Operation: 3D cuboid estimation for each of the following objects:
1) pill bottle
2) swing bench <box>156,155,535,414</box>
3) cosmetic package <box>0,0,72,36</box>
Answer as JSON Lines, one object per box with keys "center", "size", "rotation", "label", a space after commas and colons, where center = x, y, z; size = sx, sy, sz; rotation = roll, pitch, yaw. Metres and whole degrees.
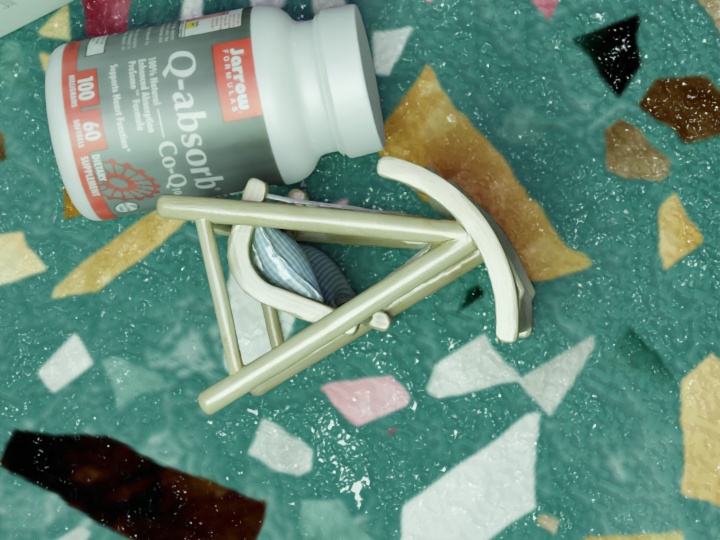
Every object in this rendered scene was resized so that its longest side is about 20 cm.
{"center": [-0.091, -0.105, 1.464], "size": [0.199, 0.116, 0.117], "rotation": [-11, 88, 6], "label": "pill bottle"}
{"center": [0.000, 0.000, 1.410], "size": [0.199, 0.199, 0.131], "rotation": [-13, 87, 6], "label": "swing bench"}
{"center": [-0.238, -0.252, 1.460], "size": [0.199, 0.165, 0.166], "rotation": [-25, 87, 7], "label": "cosmetic package"}
